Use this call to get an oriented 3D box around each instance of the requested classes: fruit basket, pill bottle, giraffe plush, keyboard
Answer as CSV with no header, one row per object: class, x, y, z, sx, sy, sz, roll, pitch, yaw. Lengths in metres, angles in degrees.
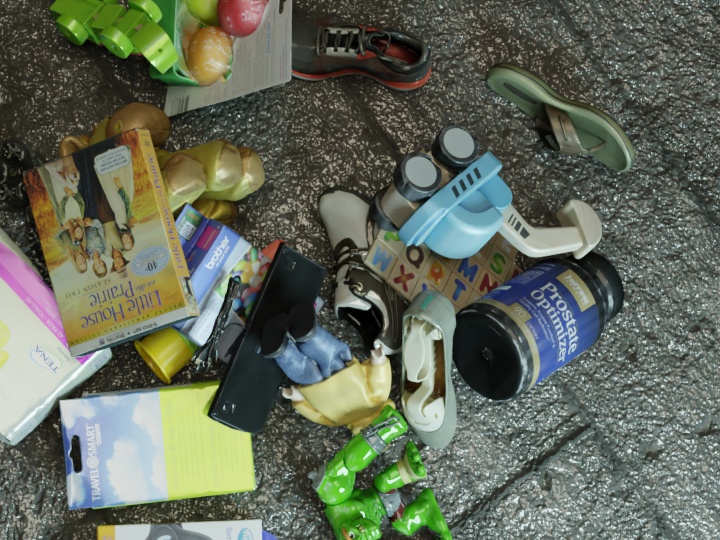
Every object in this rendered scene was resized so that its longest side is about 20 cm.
fruit basket,-0.142,-0.273,1.650,0.199,0.094,0.187,-9,74,35
pill bottle,0.198,0.054,1.639,0.199,0.112,0.112,-29,83,-38
giraffe plush,-0.230,-0.112,1.632,0.200,0.172,0.163,-40,73,20
keyboard,-0.115,0.065,1.575,0.127,0.021,0.201,32,76,-43

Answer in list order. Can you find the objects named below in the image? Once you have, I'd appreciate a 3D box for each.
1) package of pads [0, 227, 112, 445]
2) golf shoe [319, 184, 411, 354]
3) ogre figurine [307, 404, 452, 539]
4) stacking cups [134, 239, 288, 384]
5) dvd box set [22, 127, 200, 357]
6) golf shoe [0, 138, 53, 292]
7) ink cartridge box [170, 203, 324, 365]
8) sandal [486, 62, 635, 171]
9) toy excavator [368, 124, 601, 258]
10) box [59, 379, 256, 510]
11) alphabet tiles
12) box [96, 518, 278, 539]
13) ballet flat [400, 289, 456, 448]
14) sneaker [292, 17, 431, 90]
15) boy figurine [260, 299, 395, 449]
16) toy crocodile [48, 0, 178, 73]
package of pads,-0.386,0.069,1.595,0.154,0.068,0.200,-44,87,-15
golf shoe,0.000,0.000,1.643,0.094,0.078,0.201,-24,80,-41
ogre figurine,0.023,0.256,1.601,0.119,0.201,0.098,-23,39,-2
stacking cups,-0.155,0.036,1.641,0.200,0.061,0.061,-42,87,-15
dvd box set,-0.256,-0.027,1.526,0.145,0.029,0.201,-18,83,19
golf shoe,-0.323,-0.053,1.614,0.077,0.094,0.201,-32,78,11
ink cartridge box,-0.140,0.030,1.593,0.200,0.042,0.120,38,81,-36
sandal,0.227,-0.168,1.735,0.200,0.080,0.058,31,70,9
toy excavator,0.139,-0.059,1.612,0.194,0.100,0.200,-38,85,-32
box,-0.216,0.185,1.600,0.198,0.048,0.123,-5,87,-10
alphabet tiles,0.107,-0.012,1.669,0.200,0.008,0.168,40,56,-19
box,-0.179,0.327,1.586,0.198,0.041,0.120,-2,78,-7
ballet flat,0.066,0.117,1.604,0.067,0.201,0.064,13,31,23
sneaker,-0.010,-0.262,1.715,0.198,0.082,0.078,6,77,-7
boy figurine,-0.018,0.118,1.594,0.124,0.065,0.200,-30,126,20
toy crocodile,-0.274,-0.270,1.654,0.199,0.062,0.068,23,67,39
